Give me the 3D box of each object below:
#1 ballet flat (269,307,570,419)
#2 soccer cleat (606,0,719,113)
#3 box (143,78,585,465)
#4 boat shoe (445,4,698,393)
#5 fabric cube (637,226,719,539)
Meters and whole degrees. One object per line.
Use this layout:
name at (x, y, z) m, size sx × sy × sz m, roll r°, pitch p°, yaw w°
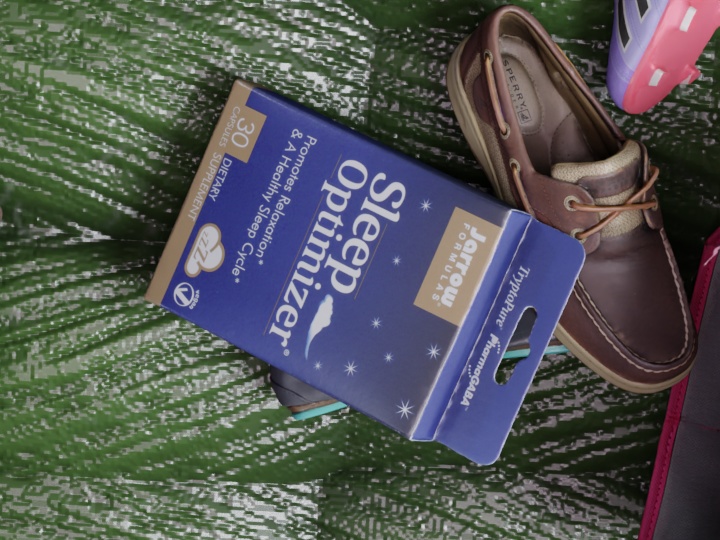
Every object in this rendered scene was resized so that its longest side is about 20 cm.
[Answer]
ballet flat at (0.047, 0.021, 1.292) m, size 0.200 × 0.073 × 0.073 m, roll -14°, pitch 104°, yaw 8°
soccer cleat at (0.155, -0.175, 1.249) m, size 0.076 × 0.067 × 0.200 m, roll 30°, pitch 111°, yaw 26°
box at (0.000, 0.000, 1.250) m, size 0.200 × 0.032 × 0.121 m, roll 26°, pitch 97°, yaw 24°
boat shoe at (0.106, -0.037, 1.239) m, size 0.072 × 0.072 × 0.200 m, roll -21°, pitch 79°, yaw -18°
fabric cube at (0.257, 0.082, 1.206) m, size 0.199 × 0.196 × 0.200 m, roll 16°, pitch 77°, yaw -4°
